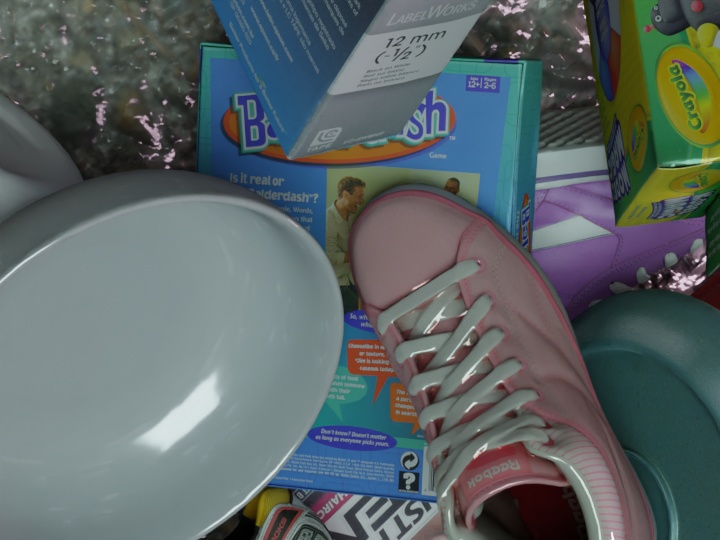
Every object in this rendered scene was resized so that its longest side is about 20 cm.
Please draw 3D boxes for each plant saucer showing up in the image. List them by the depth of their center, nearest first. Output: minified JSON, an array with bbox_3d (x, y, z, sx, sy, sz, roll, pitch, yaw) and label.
[{"bbox_3d":[0.124,0.109,1.111,0.027,0.200,0.201,-3,114,-37],"label":"plant saucer"}]

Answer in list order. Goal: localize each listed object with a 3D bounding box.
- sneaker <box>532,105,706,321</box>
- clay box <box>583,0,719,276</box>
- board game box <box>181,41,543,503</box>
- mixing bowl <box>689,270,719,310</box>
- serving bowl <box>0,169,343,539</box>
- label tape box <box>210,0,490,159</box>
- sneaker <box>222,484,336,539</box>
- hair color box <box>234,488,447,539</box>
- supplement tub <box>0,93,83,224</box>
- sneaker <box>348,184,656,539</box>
[{"bbox_3d":[0.135,-0.019,1.187,0.200,0.073,0.115,-3,112,6],"label":"sneaker"},{"bbox_3d":[0.128,-0.102,1.082,0.047,0.115,0.201,-5,79,-4],"label":"clay box"},{"bbox_3d":[0.000,0.000,1.137,0.152,0.045,0.201,5,97,15],"label":"board game box"},{"bbox_3d":[0.190,0.060,1.174,0.200,0.200,0.108,-45,76,10],"label":"mixing bowl"},{"bbox_3d":[-0.109,0.036,1.067,0.200,0.066,0.200,-20,133,-23],"label":"serving bowl"},{"bbox_3d":[0.000,-0.160,1.024,0.066,0.144,0.200,-12,156,-32],"label":"label tape box"},{"bbox_3d":[-0.100,0.166,1.148,0.200,0.078,0.082,-30,97,-14],"label":"sneaker"},{"bbox_3d":[0.040,0.133,1.234,0.200,0.061,0.100,41,101,-19],"label":"hair color box"},{"bbox_3d":[-0.229,0.008,1.109,0.145,0.145,0.200,30,104,-16],"label":"supplement tub"},{"bbox_3d":[0.054,0.051,1.050,0.075,0.105,0.200,-33,83,16],"label":"sneaker"}]
